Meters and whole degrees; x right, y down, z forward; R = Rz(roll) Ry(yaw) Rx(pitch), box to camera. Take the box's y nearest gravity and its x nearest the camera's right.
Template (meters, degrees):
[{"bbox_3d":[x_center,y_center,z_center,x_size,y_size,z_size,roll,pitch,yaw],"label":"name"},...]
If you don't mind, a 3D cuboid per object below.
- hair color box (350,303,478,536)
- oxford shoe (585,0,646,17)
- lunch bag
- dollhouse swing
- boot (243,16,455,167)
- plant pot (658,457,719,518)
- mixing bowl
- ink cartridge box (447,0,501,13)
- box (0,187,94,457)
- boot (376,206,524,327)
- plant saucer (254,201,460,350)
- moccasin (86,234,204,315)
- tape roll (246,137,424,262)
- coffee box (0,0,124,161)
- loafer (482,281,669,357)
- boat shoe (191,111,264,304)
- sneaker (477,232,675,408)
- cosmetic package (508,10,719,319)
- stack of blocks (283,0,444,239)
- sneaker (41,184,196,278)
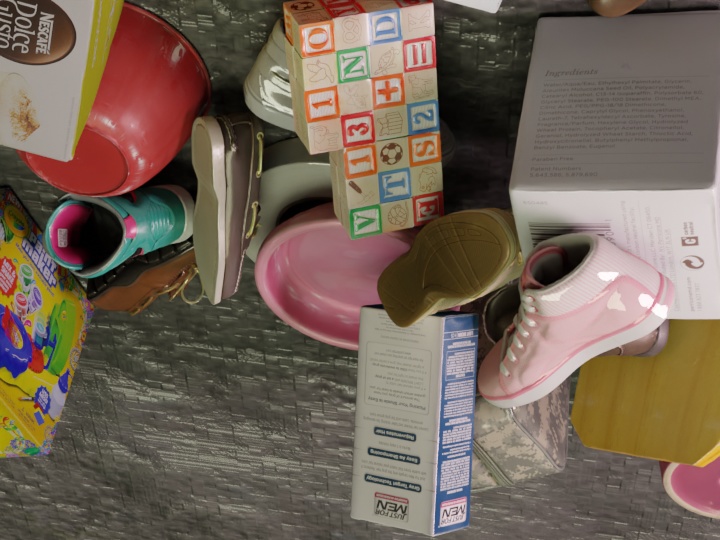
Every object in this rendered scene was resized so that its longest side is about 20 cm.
[{"bbox_3d":[0.050,0.135,1.691,0.100,0.201,0.060,7,-174,39],"label":"hair color box"},{"bbox_3d":[0.230,-0.249,1.396,0.072,0.085,0.200,22,143,-16],"label":"oxford shoe"},{"bbox_3d":[0.109,0.115,1.804,0.167,0.201,0.139,-18,134,26],"label":"lunch bag"},{"bbox_3d":[0.304,0.070,1.612,0.181,0.177,0.199,-3,-175,-42],"label":"dollhouse swing"},{"bbox_3d":[0.004,-0.155,1.589,0.199,0.074,0.096,15,136,-15],"label":"boot"},{"bbox_3d":[0.361,0.132,1.770,0.199,0.180,0.201,8,142,6],"label":"plant pot"},{"bbox_3d":[-0.241,-0.139,1.643,0.199,0.109,0.201,7,142,5],"label":"mixing bowl"},{"bbox_3d":[0.034,-0.292,1.422,0.199,0.047,0.160,13,143,-4],"label":"ink cartridge box"},{"bbox_3d":[-0.388,0.056,1.861,0.121,0.193,0.200,-6,140,22],"label":"box"},{"bbox_3d":[0.119,-0.022,1.593,0.073,0.155,0.200,62,148,8],"label":"boot"},{"bbox_3d":[0.000,0.000,1.743,0.199,0.051,0.201,6,142,5],"label":"plant saucer"},{"bbox_3d":[-0.197,-0.004,1.833,0.077,0.074,0.201,23,139,-30],"label":"moccasin"},{"bbox_3d":[-0.026,-0.049,1.759,0.201,0.037,0.203,8,143,6],"label":"tape roll"},{"bbox_3d":[-0.287,-0.242,1.445,0.197,0.201,0.200,15,143,-5],"label":"coffee box"},{"bbox_3d":[0.174,0.039,1.593,0.071,0.074,0.199,0,178,-41],"label":"loafer"},{"bbox_3d":[-0.120,-0.057,1.690,0.059,0.072,0.201,-14,128,-23],"label":"boat shoe"},{"bbox_3d":[0.144,0.033,1.460,0.104,0.076,0.200,35,134,-25],"label":"sneaker"},{"bbox_3d":[0.224,-0.087,1.508,0.164,0.201,0.165,0,142,16],"label":"cosmetic package"},{"bbox_3d":[0.004,-0.131,1.536,0.114,0.059,0.201,-11,119,-11],"label":"stack of blocks"},{"bbox_3d":[-0.264,-0.034,1.748,0.199,0.084,0.120,-12,-179,39],"label":"sneaker"}]
